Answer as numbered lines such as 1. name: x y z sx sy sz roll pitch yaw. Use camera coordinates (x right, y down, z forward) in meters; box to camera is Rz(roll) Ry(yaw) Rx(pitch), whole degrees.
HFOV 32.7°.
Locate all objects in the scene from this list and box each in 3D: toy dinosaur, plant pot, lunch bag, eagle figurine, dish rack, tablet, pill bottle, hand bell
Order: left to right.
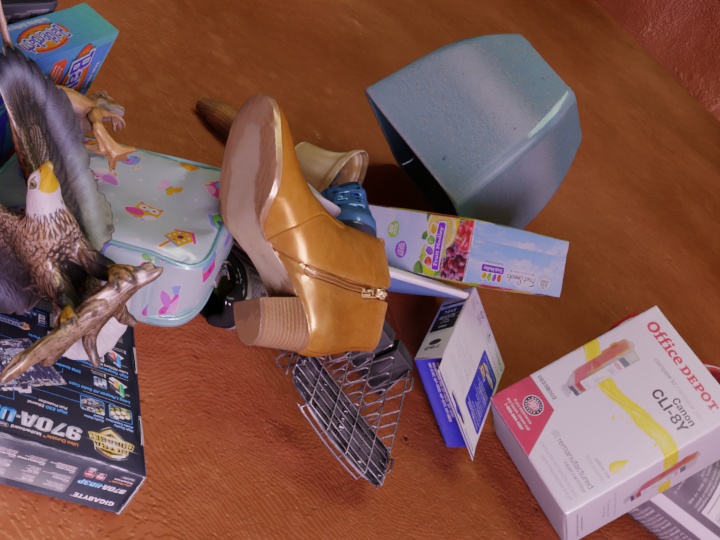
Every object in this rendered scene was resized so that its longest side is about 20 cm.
1. eagle figurine: -0.228 -0.037 0.839 0.200 0.152 0.151 44 22 19
2. toy dinosaur: -0.231 -0.122 0.941 0.107 0.060 0.200 56 3 10
3. lunch bag: -0.196 -0.039 0.998 0.197 0.078 0.161 16 33 1
4. hand bell: -0.100 -0.134 1.340 0.199 0.105 0.104 33 25 14
5. dish rack: -0.016 0.091 1.075 0.154 0.054 0.201 52 28 -22
6. tablet: 0.000 0.000 1.229 0.198 0.014 0.129 15 -6 -38
7. plant pot: 0.154 -0.163 1.472 0.197 0.199 0.196 54 -2 26
8. pill bottle: 0.349 0.239 1.285 0.199 0.113 0.113 38 27 -3

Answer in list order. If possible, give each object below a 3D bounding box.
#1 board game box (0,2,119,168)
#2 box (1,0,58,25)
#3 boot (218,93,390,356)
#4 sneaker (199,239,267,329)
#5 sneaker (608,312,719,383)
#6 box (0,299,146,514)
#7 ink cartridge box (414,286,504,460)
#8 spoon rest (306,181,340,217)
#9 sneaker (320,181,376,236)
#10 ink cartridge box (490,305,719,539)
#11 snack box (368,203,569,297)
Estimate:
1. board game box: -0.291 -0.130 0.997 0.045 0.153 0.200 37 28 2
2. box: -0.347 -0.159 0.965 0.051 0.158 0.200 43 28 10
3. boot: -0.038 -0.033 0.986 0.143 0.070 0.205 1 88 -45
4. sneaker: -0.149 -0.024 1.100 0.201 0.074 0.087 53 24 15
5. sneaker: 0.401 0.108 1.587 0.198 0.078 0.116 21 33 -33
6. box: -0.250 0.074 0.859 0.198 0.046 0.160 22 32 -31
7. ink cartridge box: 0.097 0.100 1.213 0.200 0.039 0.101 -54 126 -65
8. spoon rest: -0.072 -0.067 1.100 0.098 0.061 0.200 23 -8 -9
9. sneaker: -0.020 -0.055 1.185 0.065 0.080 0.200 14 -4 -8
10. ink cartridge box: 0.247 0.148 1.198 0.146 0.198 0.084 57 -10 34
11. snack box: 0.090 -0.023 1.291 0.167 0.069 0.199 10 2 -45
